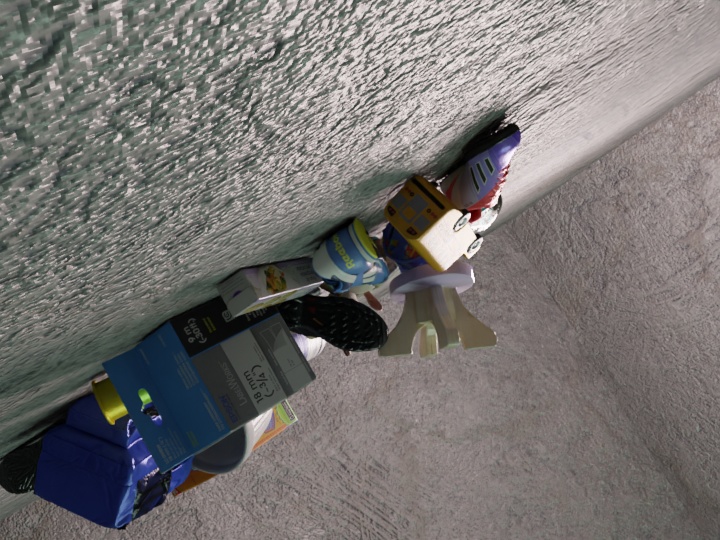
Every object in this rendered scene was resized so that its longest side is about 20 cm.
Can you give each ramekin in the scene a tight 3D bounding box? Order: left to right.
[{"bbox_3d":[-0.238,0.216,1.051,0.200,0.200,0.105,-35,-176,34],"label":"ramekin"}]

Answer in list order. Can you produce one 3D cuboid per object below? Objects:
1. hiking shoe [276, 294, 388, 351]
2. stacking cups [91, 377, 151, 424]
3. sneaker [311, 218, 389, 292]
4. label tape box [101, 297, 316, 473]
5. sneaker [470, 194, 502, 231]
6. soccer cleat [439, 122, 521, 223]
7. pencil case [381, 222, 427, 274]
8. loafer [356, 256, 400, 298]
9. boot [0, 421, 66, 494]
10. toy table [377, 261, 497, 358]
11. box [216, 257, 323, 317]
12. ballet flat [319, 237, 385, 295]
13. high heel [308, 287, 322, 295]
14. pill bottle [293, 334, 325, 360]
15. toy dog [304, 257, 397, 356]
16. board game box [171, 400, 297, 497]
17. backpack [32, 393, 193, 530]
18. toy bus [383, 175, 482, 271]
[{"bbox_3d":[-0.055,0.067,0.959,0.101,0.199,0.076,-148,-106,-85],"label":"hiking shoe"},{"bbox_3d":[-0.234,0.120,0.820,0.199,0.061,0.061,-27,174,-16],"label":"stacking cups"},{"bbox_3d":[-0.014,-0.012,0.856,0.082,0.074,0.200,-33,166,3],"label":"sneaker"},{"bbox_3d":[-0.169,0.117,0.751,0.200,0.145,0.063,-27,173,-41],"label":"label tape box"},{"bbox_3d":[0.213,-0.116,1.164,0.200,0.078,0.091,-28,170,-45],"label":"sneaker"},{"bbox_3d":[0.161,-0.120,0.815,0.068,0.073,0.200,-30,175,-16],"label":"soccer cleat"},{"bbox_3d":[0.087,-0.027,1.020,0.200,0.087,0.078,45,61,-69],"label":"pencil case"},{"bbox_3d":[0.045,-0.010,1.201,0.200,0.070,0.070,-33,166,7],"label":"loafer"},{"bbox_3d":[-0.460,0.275,1.052,0.164,0.066,0.200,-31,179,12],"label":"boot"},{"bbox_3d":[0.112,0.068,0.991,0.183,0.118,0.200,-7,167,4],"label":"toy table"},{"bbox_3d":[-0.101,0.016,0.778,0.041,0.039,0.200,-32,175,17],"label":"box"},{"bbox_3d":[0.000,0.000,0.992,0.068,0.072,0.200,-53,165,25],"label":"ballet flat"},{"bbox_3d":[-0.126,0.097,1.157,0.142,0.071,0.200,-37,159,-11],"label":"high heel"},{"bbox_3d":[-0.138,0.134,1.267,0.111,0.111,0.200,-35,174,32],"label":"pill bottle"},{"bbox_3d":[-0.017,0.066,1.082,0.132,0.097,0.200,0,-149,41],"label":"toy dog"},{"bbox_3d":[-0.290,0.279,1.255,0.200,0.200,0.200,-36,173,40],"label":"board game box"},{"bbox_3d":[-0.325,0.251,0.929,0.168,0.162,0.200,-71,163,7],"label":"backpack"},{"bbox_3d":[0.099,-0.054,0.834,0.078,0.065,0.200,-46,158,3],"label":"toy bus"}]
